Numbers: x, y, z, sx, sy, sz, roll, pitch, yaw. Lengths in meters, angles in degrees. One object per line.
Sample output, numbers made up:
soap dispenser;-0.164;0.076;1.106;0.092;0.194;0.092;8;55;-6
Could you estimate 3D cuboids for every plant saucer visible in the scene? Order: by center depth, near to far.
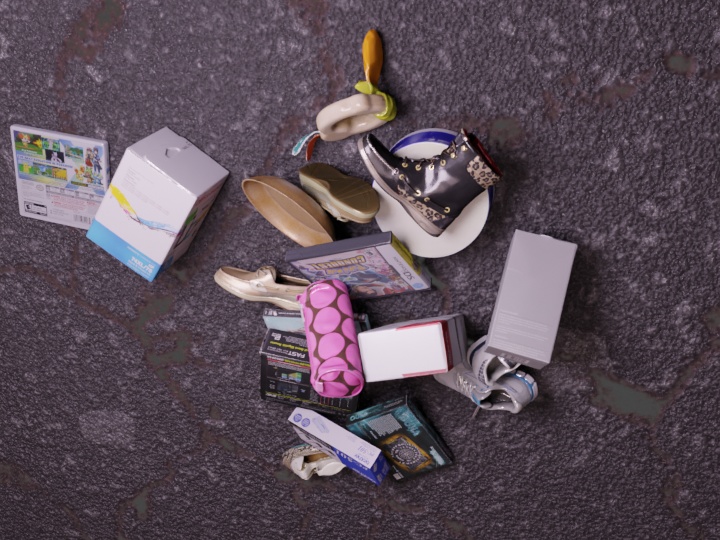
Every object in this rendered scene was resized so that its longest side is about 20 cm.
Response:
plant saucer;-0.114;-0.102;1.286;0.199;0.200;0.036;37;75;-3

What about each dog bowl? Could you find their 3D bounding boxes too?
dog bowl;0.119;-0.127;1.240;0.197;0.079;0.203;6;115;13

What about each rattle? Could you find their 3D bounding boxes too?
rattle;-0.043;-0.278;1.223;0.199;0.130;0.144;-15;100;49

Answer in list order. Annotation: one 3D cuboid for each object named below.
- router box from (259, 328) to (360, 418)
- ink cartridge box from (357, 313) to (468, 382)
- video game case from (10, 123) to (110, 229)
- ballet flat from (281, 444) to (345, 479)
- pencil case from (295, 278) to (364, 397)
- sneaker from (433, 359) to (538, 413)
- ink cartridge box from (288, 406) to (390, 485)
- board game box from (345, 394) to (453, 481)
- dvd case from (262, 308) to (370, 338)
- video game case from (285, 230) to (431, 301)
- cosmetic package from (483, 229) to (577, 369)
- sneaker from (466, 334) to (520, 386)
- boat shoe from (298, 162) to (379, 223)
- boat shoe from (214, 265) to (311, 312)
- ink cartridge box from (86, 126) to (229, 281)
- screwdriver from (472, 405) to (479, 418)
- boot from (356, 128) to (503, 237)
router box;-0.092;0.198;1.426;0.197;0.063;0.151;12;136;2
ink cartridge box;0.097;0.129;1.289;0.143;0.200;0.085;-10;88;19
video game case;-0.571;-0.175;1.440;0.197;0.022;0.184;12;117;11
ballet flat;-0.085;0.391;1.538;0.198;0.076;0.068;-17;118;22
pencil case;-0.053;0.115;1.264;0.092;0.202;0.091;0;138;-16
sneaker;0.211;0.206;1.348;0.198;0.087;0.076;10;119;32
ink cartridge box;-0.042;0.337;1.459;0.198;0.044;0.094;23;154;28
board game box;0.079;0.330;1.459;0.134;0.028;0.201;-23;124;20
dvd case;-0.073;0.127;1.412;0.197;0.022;0.147;2;140;13
video game case;0.000;0.000;1.293;0.198;0.026;0.181;-10;150;25
cosmetic package;0.275;0.046;1.221;0.106;0.090;0.202;16;78;8
sneaker;0.274;0.118;1.287;0.076;0.081;0.200;41;98;-18
boat shoe;-0.036;-0.119;1.249;0.200;0.073;0.064;32;138;43
boat shoe;-0.172;0.022;1.397;0.198;0.072;0.066;18;113;0
ink cartridge box;-0.359;-0.120;1.336;0.145;0.147;0.201;35;119;-2
screwdriver;0.247;0.198;1.393;0.028;0.029;0.202;22;124;4
boot;0.106;-0.162;1.141;0.150;0.073;0.200;-37;105;27
